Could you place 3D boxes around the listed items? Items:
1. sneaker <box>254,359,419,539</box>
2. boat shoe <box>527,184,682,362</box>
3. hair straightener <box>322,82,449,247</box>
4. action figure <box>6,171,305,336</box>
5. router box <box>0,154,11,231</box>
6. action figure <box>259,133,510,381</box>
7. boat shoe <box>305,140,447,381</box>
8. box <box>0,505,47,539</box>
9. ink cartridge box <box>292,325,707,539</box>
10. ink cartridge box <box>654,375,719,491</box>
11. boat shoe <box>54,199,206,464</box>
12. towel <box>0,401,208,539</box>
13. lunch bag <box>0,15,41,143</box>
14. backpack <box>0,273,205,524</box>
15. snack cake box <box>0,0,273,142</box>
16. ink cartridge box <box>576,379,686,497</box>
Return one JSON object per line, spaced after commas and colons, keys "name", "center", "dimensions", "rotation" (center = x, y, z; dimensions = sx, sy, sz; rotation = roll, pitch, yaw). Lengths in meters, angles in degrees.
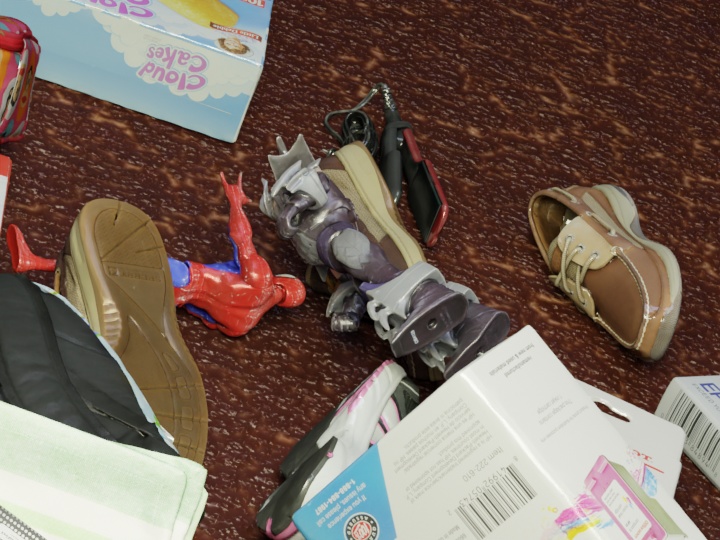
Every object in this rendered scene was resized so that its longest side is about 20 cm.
{"name": "sneaker", "center": [0.003, 0.126, 1.642], "dimensions": [0.086, 0.080, 0.200], "rotation": [45, 27, -6]}
{"name": "boat shoe", "center": [0.160, 0.001, 1.964], "dimensions": [0.072, 0.076, 0.200], "rotation": [9, 22, -17]}
{"name": "hair straightener", "center": [0.012, -0.084, 2.025], "dimensions": [0.077, 0.041, 0.200], "rotation": [15, 29, -15]}
{"name": "action figure", "center": [-0.129, -0.011, 1.767], "dimensions": [0.200, 0.065, 0.099], "rotation": [7, 41, -27]}
{"name": "router box", "center": [-0.309, -0.032, 1.691], "dimensions": [0.200, 0.049, 0.180], "rotation": [16, 28, -12]}
{"name": "action figure", "center": [-0.004, -0.006, 1.736], "dimensions": [0.200, 0.069, 0.130], "rotation": [37, -10, 44]}
{"name": "boat shoe", "center": [0.000, 0.000, 1.861], "dimensions": [0.072, 0.072, 0.200], "rotation": [-17, 51, -8]}
{"name": "box", "center": [-0.150, 0.206, 1.272], "dimensions": [0.200, 0.044, 0.160], "rotation": [38, 52, -10]}
{"name": "ink cartridge box", "center": [0.087, 0.154, 1.491], "dimensions": [0.200, 0.145, 0.085], "rotation": [52, 33, 6]}
{"name": "ink cartridge box", "center": [0.321, 0.136, 1.872], "dimensions": [0.200, 0.043, 0.196], "rotation": [-3, 37, -37]}
{"name": "boat shoe", "center": [-0.140, 0.060, 1.624], "dimensions": [0.072, 0.072, 0.200], "rotation": [10, 53, -36]}
{"name": "towel", "center": [-0.168, 0.163, 1.343], "dimensions": [0.152, 0.200, 0.023], "rotation": [19, -15, -6]}
{"name": "lunch bag", "center": [-0.291, -0.130, 1.779], "dimensions": [0.176, 0.082, 0.200], "rotation": [12, 1, -2]}
{"name": "backpack", "center": [-0.185, 0.089, 1.480], "dimensions": [0.163, 0.154, 0.200], "rotation": [-20, 56, -17]}
{"name": "snack cake box", "center": [-0.167, -0.171, 2.020], "dimensions": [0.200, 0.067, 0.115], "rotation": [18, 27, -8]}
{"name": "ink cartridge box", "center": [0.115, 0.141, 1.681], "dimensions": [0.115, 0.068, 0.200], "rotation": [24, 28, 2]}
